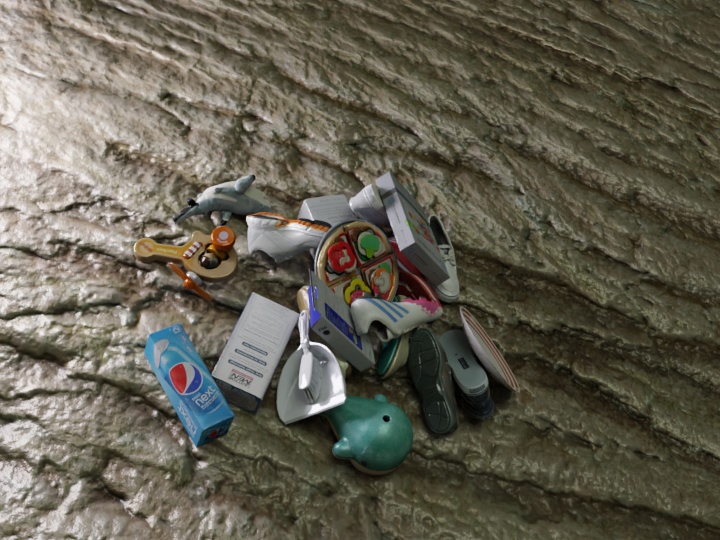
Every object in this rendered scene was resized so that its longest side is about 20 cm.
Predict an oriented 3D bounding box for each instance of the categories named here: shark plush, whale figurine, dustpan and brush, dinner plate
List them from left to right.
[{"bbox_3d":[-0.275,-0.130,1.806,0.199,0.090,0.084,-19,93,-38],"label":"shark plush"},{"bbox_3d":[-0.093,0.161,1.619,0.057,0.139,0.201,50,27,-38],"label":"dustpan and brush"},{"bbox_3d":[0.003,0.264,1.590,0.199,0.104,0.159,37,50,12],"label":"whale figurine"},{"bbox_3d":[0.245,0.158,1.756,0.201,0.024,0.200,53,12,-16],"label":"dinner plate"}]

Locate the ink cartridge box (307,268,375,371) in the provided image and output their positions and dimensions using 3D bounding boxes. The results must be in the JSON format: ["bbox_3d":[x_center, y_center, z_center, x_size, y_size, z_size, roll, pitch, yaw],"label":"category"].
[{"bbox_3d":[-0.045,0.092,1.639,0.200,0.039,0.100,47,23,-37],"label":"ink cartridge box"}]

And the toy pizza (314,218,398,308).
[{"bbox_3d":[0.000,0.000,1.733,0.199,0.032,0.203,5,82,-35],"label":"toy pizza"}]

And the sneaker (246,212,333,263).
[{"bbox_3d":[-0.130,-0.055,1.774,0.198,0.093,0.076,10,14,13],"label":"sneaker"}]

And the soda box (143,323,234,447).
[{"bbox_3d":[-0.295,0.194,1.543,0.064,0.068,0.201,-21,65,-34],"label":"soda box"}]

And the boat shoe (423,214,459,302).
[{"bbox_3d":[0.166,-0.029,1.907,0.073,0.066,0.201,-4,56,-25],"label":"boat shoe"}]

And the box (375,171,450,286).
[{"bbox_3d":[0.105,-0.086,1.838,0.156,0.041,0.201,42,25,-47],"label":"box"}]

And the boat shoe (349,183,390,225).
[{"bbox_3d":[0.023,-0.124,1.875,0.068,0.200,0.073,-25,83,9],"label":"boat shoe"}]

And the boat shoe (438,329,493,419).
[{"bbox_3d":[0.202,0.202,1.750,0.070,0.092,0.201,-18,31,-1],"label":"boat shoe"}]

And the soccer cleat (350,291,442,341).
[{"bbox_3d":[0.069,0.095,1.693,0.198,0.070,0.087,6,67,-29],"label":"soccer cleat"}]

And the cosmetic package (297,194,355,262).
[{"bbox_3d":[-0.046,-0.052,1.834,0.101,0.074,0.201,-11,58,-28],"label":"cosmetic package"}]

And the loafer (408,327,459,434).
[{"bbox_3d":[0.141,0.209,1.703,0.063,0.071,0.202,15,60,-57],"label":"loafer"}]

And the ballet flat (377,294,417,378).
[{"bbox_3d":[0.080,0.134,1.752,0.069,0.070,0.201,19,50,-8],"label":"ballet flat"}]

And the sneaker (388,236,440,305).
[{"bbox_3d":[0.114,0.004,1.855,0.200,0.078,0.115,49,44,4],"label":"sneaker"}]

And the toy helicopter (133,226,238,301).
[{"bbox_3d":[-0.331,-0.018,1.703,0.198,0.079,0.133,8,60,-3],"label":"toy helicopter"}]

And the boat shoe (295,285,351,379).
[{"bbox_3d":[-0.087,0.121,1.690,0.075,0.072,0.201,-17,62,-19],"label":"boat shoe"}]

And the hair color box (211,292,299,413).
[{"bbox_3d":[-0.192,0.146,1.627,0.099,0.061,0.201,25,49,-3],"label":"hair color box"}]
